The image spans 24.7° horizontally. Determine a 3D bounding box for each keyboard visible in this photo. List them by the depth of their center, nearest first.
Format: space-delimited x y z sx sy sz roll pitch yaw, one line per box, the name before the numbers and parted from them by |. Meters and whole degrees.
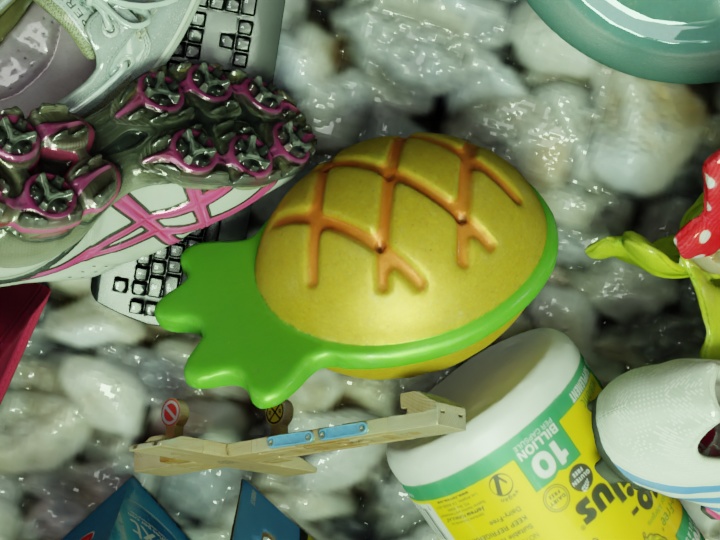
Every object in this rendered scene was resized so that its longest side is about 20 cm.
keyboard | -0.100 -0.070 0.826 0.103 0.040 0.202 9 99 -4

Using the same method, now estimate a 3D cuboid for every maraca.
maraca | 0.000 0.000 0.794 0.198 0.137 0.108 -22 132 -12

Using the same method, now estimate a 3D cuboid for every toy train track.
toy train track | -0.035 0.074 0.808 0.198 0.114 0.033 -12 71 38

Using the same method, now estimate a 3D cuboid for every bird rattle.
bird rattle | 0.186 -0.047 0.772 0.112 0.200 0.164 29 70 10

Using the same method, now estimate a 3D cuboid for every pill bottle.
pill bottle | 0.110 0.140 0.834 0.112 0.113 0.201 -34 99 4

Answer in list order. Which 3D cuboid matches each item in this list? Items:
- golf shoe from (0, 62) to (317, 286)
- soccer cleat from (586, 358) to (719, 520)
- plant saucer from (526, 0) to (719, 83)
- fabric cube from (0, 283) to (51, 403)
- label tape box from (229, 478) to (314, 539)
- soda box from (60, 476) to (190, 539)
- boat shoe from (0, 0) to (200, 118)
golf shoe | -0.111 -0.043 0.784 0.199 0.092 0.073 -16 66 -38
soccer cleat | 0.197 0.087 0.801 0.199 0.086 0.071 16 59 -41
plant saucer | 0.156 -0.179 0.781 0.198 0.036 0.202 6 117 12
fabric cube | -0.284 0.070 0.763 0.198 0.200 0.198 26 97 -6
label tape box | -0.004 0.210 0.827 0.199 0.144 0.063 38 99 -7
soda box | -0.123 0.171 0.786 0.068 0.200 0.064 -41 99 6
boat shoe | -0.153 -0.100 0.778 0.201 0.065 0.075 -40 85 1
